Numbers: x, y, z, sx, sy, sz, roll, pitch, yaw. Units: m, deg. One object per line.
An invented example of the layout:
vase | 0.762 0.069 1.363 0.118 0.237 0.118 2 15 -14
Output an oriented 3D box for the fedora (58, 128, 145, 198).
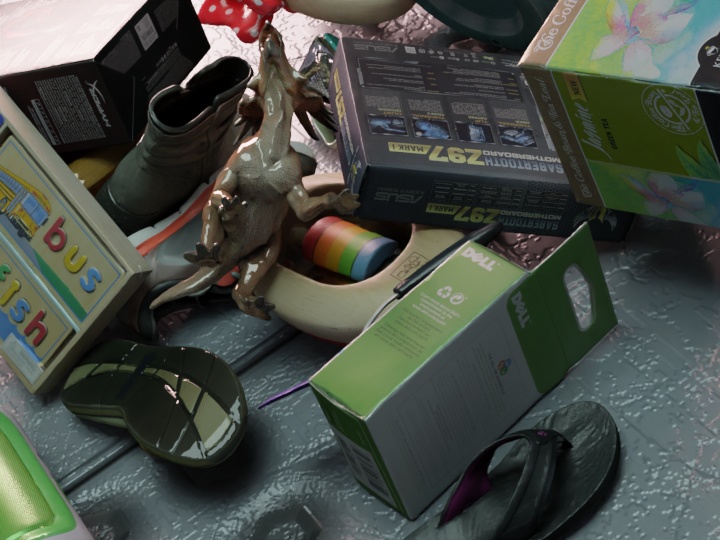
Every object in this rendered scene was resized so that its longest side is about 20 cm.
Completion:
fedora | -0.239 -0.069 1.573 0.200 0.082 0.201 -18 29 10

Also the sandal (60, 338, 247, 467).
sandal | -0.135 0.094 1.385 0.080 0.057 0.201 -49 32 -18

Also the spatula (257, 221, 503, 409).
spatula | 0.016 0.030 1.296 0.200 0.057 0.021 -41 88 -10

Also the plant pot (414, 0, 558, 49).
plant pot | 0.123 -0.285 1.562 0.200 0.200 0.188 17 70 37

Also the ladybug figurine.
ladybug figurine | 0.000 0.000 1.400 0.136 0.072 0.200 -43 45 -19

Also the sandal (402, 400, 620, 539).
sandal | 0.082 0.146 1.227 0.200 0.048 0.075 -40 43 -16

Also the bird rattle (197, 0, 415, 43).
bird rattle | -0.031 -0.247 1.612 0.163 0.113 0.200 16 29 13

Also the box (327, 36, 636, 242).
box | 0.084 -0.093 1.406 0.199 0.051 0.158 4 38 -13

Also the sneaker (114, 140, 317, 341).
sneaker | -0.101 -0.015 1.484 0.200 0.077 0.082 -37 70 -13

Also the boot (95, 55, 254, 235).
boot | -0.108 -0.110 1.493 0.068 0.131 0.200 41 40 5

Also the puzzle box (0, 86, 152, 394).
puzzle box | -0.253 -0.026 1.460 0.200 0.025 0.133 48 113 16

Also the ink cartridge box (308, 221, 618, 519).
ink cartridge box | 0.070 0.053 1.288 0.200 0.104 0.059 -41 45 -18

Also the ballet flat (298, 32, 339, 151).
ballet flat | 0.007 -0.111 1.530 0.072 0.072 0.200 -33 42 -10

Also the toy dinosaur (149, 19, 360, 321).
toy dinosaur | -0.072 -0.055 1.367 0.200 0.086 0.136 -56 24 27

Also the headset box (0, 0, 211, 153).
headset box | -0.239 -0.154 1.546 0.199 0.075 0.149 -6 31 28

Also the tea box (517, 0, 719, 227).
tea box | 0.242 -0.142 1.269 0.196 0.134 0.200 10 55 37

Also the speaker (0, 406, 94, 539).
speaker | -0.238 0.165 1.332 0.088 0.089 0.200 -33 42 -10
